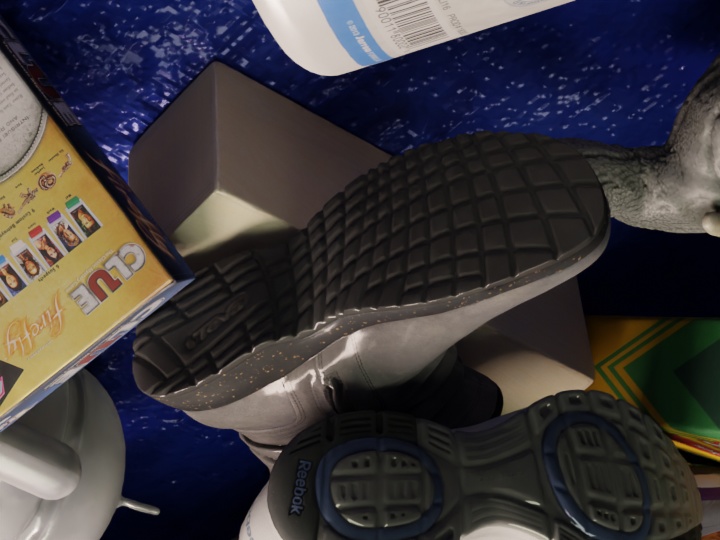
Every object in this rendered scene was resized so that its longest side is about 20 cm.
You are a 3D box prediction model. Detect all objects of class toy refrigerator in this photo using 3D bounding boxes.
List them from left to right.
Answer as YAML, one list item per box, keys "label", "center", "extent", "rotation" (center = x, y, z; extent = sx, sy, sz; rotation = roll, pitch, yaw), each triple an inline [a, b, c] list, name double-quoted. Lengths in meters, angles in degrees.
- label: "toy refrigerator"
  center: [0.000, 0.000, 0.786]
  extent: [0.200, 0.076, 0.070]
  rotation: [26, 129, -30]

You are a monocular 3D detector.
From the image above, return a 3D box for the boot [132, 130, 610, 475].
- label: "boot"
  center: [0.024, 0.024, 0.723]
  extent: [0.200, 0.070, 0.132]
  rotation: [-20, 143, 25]

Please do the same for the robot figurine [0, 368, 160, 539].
- label: "robot figurine"
  center: [-0.186, 0.074, 0.818]
  extent: [0.200, 0.113, 0.170]
  rotation: [29, 167, -32]

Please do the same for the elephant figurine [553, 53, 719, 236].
- label: "elephant figurine"
  center: [0.188, -0.051, 0.708]
  extent: [0.200, 0.155, 0.141]
  rotation: [30, 166, -28]

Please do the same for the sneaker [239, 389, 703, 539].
- label: "sneaker"
  center: [0.044, 0.091, 0.736]
  extent: [0.200, 0.075, 0.087]
  rotation: [6, 157, -26]

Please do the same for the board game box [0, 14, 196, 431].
- label: "board game box"
  center: [-0.181, 0.010, 0.709]
  extent: [0.200, 0.035, 0.136]
  rotation: [-37, 87, 8]

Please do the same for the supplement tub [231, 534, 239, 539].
- label: "supplement tub"
  center: [0.000, 0.177, 0.927]
  extent: [0.145, 0.146, 0.200]
  rotation: [31, 127, -33]

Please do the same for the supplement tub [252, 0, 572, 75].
- label: "supplement tub"
  center: [0.056, -0.149, 0.588]
  extent: [0.200, 0.132, 0.132]
  rotation: [-17, 136, 11]

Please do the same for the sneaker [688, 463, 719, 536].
- label: "sneaker"
  center: [0.076, 0.135, 0.809]
  extent: [0.200, 0.088, 0.074]
  rotation: [-6, 171, -12]

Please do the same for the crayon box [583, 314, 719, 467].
- label: "crayon box"
  center: [0.170, 0.060, 0.808]
  extent: [0.127, 0.051, 0.200]
  rotation: [19, 171, -23]
